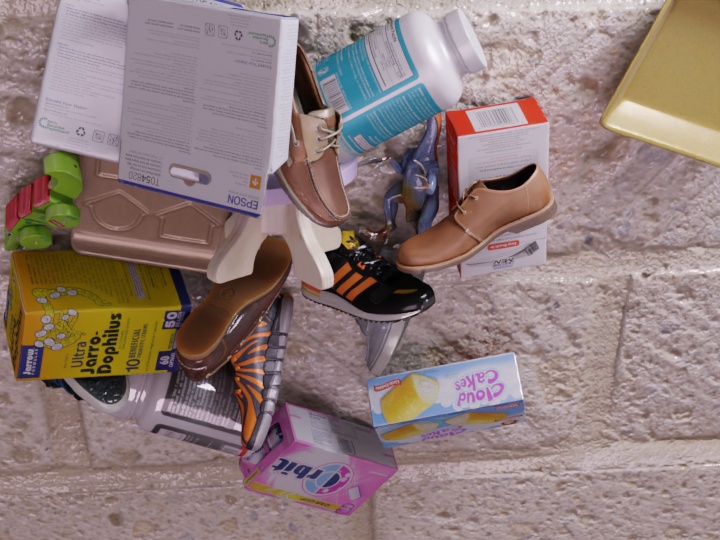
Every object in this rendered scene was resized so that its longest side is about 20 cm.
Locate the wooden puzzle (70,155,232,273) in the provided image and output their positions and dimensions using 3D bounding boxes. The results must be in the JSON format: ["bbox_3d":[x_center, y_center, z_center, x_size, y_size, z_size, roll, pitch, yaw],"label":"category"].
[{"bbox_3d":[-0.237,-0.102,1.503,0.182,0.047,0.202,8,122,-11],"label":"wooden puzzle"}]

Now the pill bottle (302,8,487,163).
[{"bbox_3d":[0.035,-0.206,1.398,0.198,0.112,0.111,-25,126,15],"label":"pill bottle"}]

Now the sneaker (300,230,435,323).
[{"bbox_3d":[0.000,0.000,1.527,0.198,0.070,0.091,12,121,40],"label":"sneaker"}]

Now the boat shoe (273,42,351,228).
[{"bbox_3d":[-0.056,-0.142,1.332,0.071,0.076,0.202,-22,96,34],"label":"boat shoe"}]

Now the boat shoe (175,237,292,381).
[{"bbox_3d":[-0.152,0.046,1.552,0.070,0.200,0.071,29,150,24],"label":"boat shoe"}]

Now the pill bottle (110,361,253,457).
[{"bbox_3d":[-0.222,0.161,1.659,0.198,0.115,0.115,18,125,-17],"label":"pill bottle"}]

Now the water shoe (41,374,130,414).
[{"bbox_3d":[-0.357,0.117,1.598,0.071,0.200,0.080,-30,151,-38],"label":"water shoe"}]

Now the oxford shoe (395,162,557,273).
[{"bbox_3d":[0.122,-0.062,1.454,0.198,0.071,0.072,-28,124,-6],"label":"oxford shoe"}]

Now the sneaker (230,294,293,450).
[{"bbox_3d":[-0.152,0.119,1.607,0.110,0.203,0.078,10,162,-4],"label":"sneaker"}]

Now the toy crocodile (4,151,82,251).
[{"bbox_3d":[-0.365,-0.075,1.467,0.061,0.069,0.199,11,156,-35],"label":"toy crocodile"}]

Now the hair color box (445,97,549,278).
[{"bbox_3d":[0.161,-0.095,1.518,0.109,0.064,0.202,-9,127,-6],"label":"hair color box"}]

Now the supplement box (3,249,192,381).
[{"bbox_3d":[-0.315,0.051,1.537,0.197,0.110,0.110,-2,131,-25],"label":"supplement box"}]

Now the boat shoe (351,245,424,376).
[{"bbox_3d":[0.029,0.047,1.629,0.071,0.070,0.202,24,131,8],"label":"boat shoe"}]

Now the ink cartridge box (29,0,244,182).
[{"bbox_3d":[-0.241,-0.215,1.399,0.194,0.043,0.203,13,101,-14],"label":"ink cartridge box"}]

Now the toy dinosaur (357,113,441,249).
[{"bbox_3d":[0.060,-0.115,1.515,0.104,0.199,0.184,28,104,22],"label":"toy dinosaur"}]

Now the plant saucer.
[{"bbox_3d":[0.391,-0.226,1.448,0.197,0.049,0.201,15,125,-16],"label":"plant saucer"}]

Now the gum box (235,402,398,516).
[{"bbox_3d":[-0.061,0.257,1.745,0.198,0.067,0.114,22,124,-38],"label":"gum box"}]

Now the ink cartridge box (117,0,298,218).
[{"bbox_3d":[-0.160,-0.172,1.327,0.197,0.040,0.203,15,106,27],"label":"ink cartridge box"}]

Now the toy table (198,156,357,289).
[{"bbox_3d":[-0.090,-0.063,1.443,0.198,0.183,0.119,-11,117,-28],"label":"toy table"}]

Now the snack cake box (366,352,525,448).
[{"bbox_3d":[0.114,0.172,1.694,0.197,0.068,0.115,-11,156,5],"label":"snack cake box"}]
